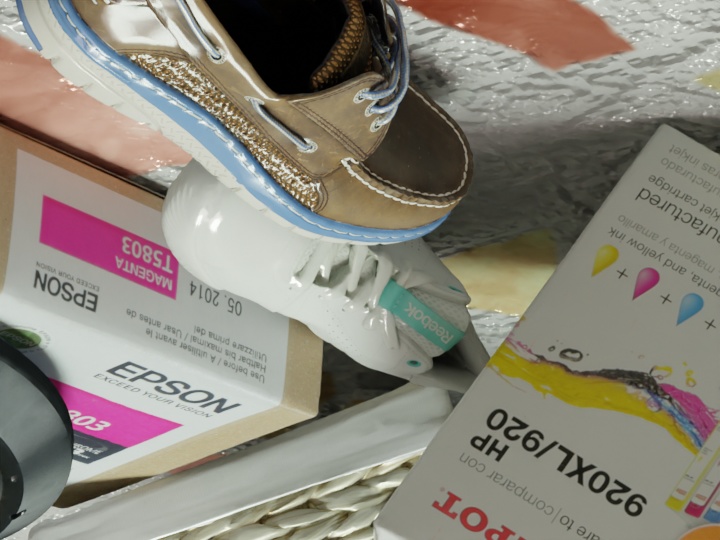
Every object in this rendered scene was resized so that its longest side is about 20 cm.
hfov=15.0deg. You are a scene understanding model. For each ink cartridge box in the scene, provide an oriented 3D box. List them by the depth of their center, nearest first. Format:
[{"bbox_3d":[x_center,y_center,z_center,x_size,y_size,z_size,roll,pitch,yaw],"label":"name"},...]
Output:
[{"bbox_3d":[0.119,0.082,1.057,0.147,0.200,0.145,32,161,16],"label":"ink cartridge box"},{"bbox_3d":[-0.140,0.022,1.127,0.165,0.075,0.200,-22,146,40],"label":"ink cartridge box"}]

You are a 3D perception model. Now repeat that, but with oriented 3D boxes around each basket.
[{"bbox_3d":[-0.034,0.145,1.241,0.199,0.124,0.136,-21,170,-3],"label":"basket"}]

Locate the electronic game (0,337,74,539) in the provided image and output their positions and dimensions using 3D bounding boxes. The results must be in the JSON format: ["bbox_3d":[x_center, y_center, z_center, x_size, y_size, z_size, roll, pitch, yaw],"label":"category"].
[{"bbox_3d":[-0.213,0.063,1.081,0.199,0.042,0.200,1,145,0],"label":"electronic game"}]

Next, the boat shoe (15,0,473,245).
[{"bbox_3d":[-0.022,-0.066,0.943,0.072,0.072,0.200,-24,146,38],"label":"boat shoe"}]

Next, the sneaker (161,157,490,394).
[{"bbox_3d":[0.000,0.000,1.047,0.088,0.075,0.200,37,-179,29],"label":"sneaker"}]
